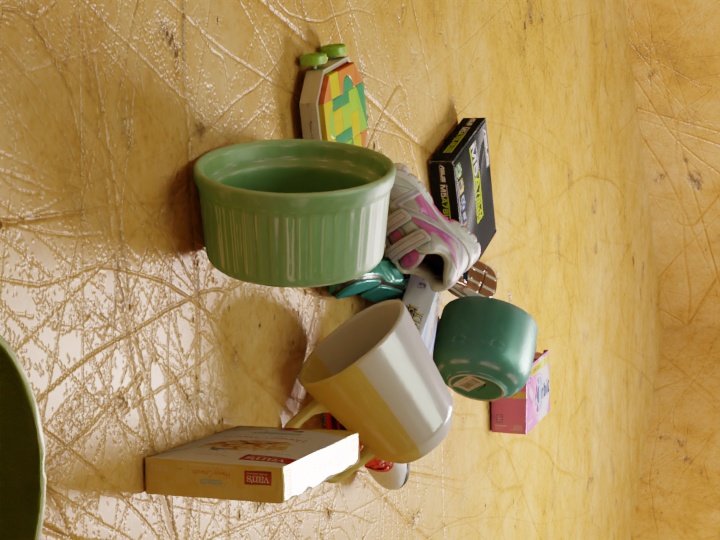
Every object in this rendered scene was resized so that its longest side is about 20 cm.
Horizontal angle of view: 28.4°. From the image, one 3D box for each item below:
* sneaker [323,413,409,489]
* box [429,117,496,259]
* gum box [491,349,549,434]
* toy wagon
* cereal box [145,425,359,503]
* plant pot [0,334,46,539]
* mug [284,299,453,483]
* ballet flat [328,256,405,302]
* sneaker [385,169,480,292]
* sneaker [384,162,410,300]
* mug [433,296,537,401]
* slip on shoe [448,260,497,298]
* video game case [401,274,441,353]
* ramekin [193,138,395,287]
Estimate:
[{"bbox_3d":[0.004,0.215,1.772,0.108,0.067,0.203,-54,139,-52],"label":"sneaker"},{"bbox_3d":[0.163,-0.113,2.219,0.193,0.047,0.202,-49,136,-57],"label":"box"},{"bbox_3d":[0.288,0.212,2.532,0.200,0.065,0.115,-21,111,-69],"label":"gum box"},{"bbox_3d":[-0.026,-0.193,1.716,0.200,0.039,0.157,-42,130,-63],"label":"toy wagon"},{"bbox_3d":[-0.100,0.184,1.374,0.200,0.142,0.040,-7,97,-70],"label":"cereal box"},{"bbox_3d":[-0.302,0.118,0.753,0.200,0.191,0.203,0,90,-69],"label":"plant pot"},{"bbox_3d":[0.016,0.149,1.650,0.154,0.186,0.150,53,17,-17],"label":"mug"},{"bbox_3d":[0.000,0.000,1.776,0.071,0.067,0.200,69,17,11],"label":"ballet flat"},{"bbox_3d":[0.064,-0.050,1.798,0.199,0.081,0.089,37,43,-12],"label":"sneaker"},{"bbox_3d":[0.061,-0.051,1.919,0.081,0.074,0.202,-92,177,-60],"label":"sneaker"},{"bbox_3d":[0.188,0.134,2.141,0.185,0.150,0.115,61,37,-53],"label":"mug"},{"bbox_3d":[0.124,-0.010,2.094,0.199,0.060,0.077,30,63,-44],"label":"slip on shoe"},{"bbox_3d":[0.066,0.114,1.883,0.201,0.045,0.182,94,11,-46],"label":"video game case"},{"bbox_3d":[-0.065,-0.057,1.401,0.200,0.198,0.099,-43,138,-63],"label":"ramekin"}]
